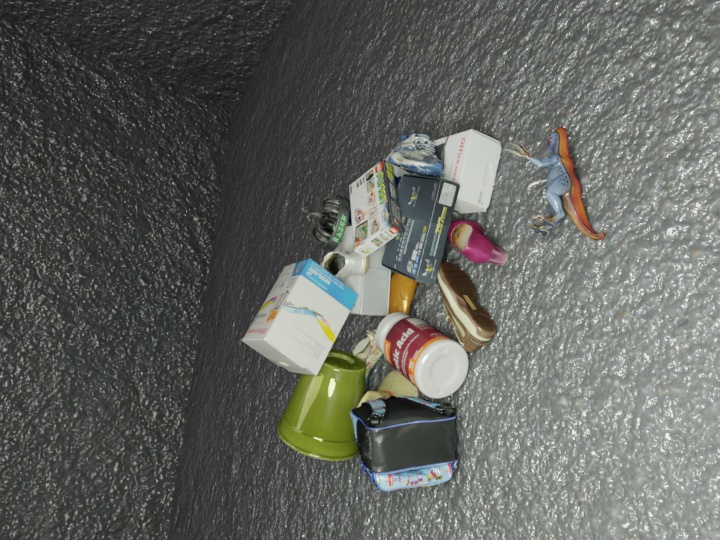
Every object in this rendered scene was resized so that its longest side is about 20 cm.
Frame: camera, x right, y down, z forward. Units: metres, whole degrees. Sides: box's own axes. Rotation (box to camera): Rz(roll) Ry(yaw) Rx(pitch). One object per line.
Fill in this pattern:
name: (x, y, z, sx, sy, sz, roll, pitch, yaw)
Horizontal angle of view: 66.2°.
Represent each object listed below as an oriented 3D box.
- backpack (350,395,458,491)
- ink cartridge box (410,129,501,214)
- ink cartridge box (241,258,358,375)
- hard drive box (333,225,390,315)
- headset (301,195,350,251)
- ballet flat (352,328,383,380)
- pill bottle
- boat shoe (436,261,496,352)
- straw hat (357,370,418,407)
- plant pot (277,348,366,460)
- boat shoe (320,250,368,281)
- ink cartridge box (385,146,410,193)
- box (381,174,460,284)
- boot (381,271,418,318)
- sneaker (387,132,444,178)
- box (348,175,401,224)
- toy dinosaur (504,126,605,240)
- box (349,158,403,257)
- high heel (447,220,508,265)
backpack: (0.070, 0.308, 1.032, 0.200, 0.180, 0.137, 170, 96, -74)
ink cartridge box: (0.189, -0.200, 1.169, 0.199, 0.083, 0.147, 4, 79, 62)
ink cartridge box: (-0.132, 0.104, 1.204, 0.147, 0.144, 0.201, -13, 44, 58)
hard drive box: (0.000, 0.000, 1.284, 0.155, 0.076, 0.203, 0, 85, 61)
headset: (-0.081, -0.119, 1.280, 0.200, 0.093, 0.125, -136, 65, -70)
ballet flat: (0.002, 0.212, 1.328, 0.201, 0.063, 0.076, -60, 29, 26)
pill bottle: (0.113, 0.158, 1.090, 0.200, 0.113, 0.116, 31, 103, 62)
boat shoe: (0.182, 0.069, 1.055, 0.075, 0.074, 0.203, -63, 29, 33)
straw hat: (0.038, 0.308, 1.184, 0.201, 0.084, 0.203, -39, 43, 49)
plant pot: (-0.071, 0.289, 1.255, 0.200, 0.198, 0.195, 33, 111, 62)
boat shoe: (-0.056, -0.014, 1.239, 0.199, 0.069, 0.072, -19, 71, 59)
ink cartridge box: (0.078, -0.165, 1.362, 0.175, 0.083, 0.202, -40, 42, 51)
box: (0.116, -0.088, 1.116, 0.157, 0.050, 0.203, 29, 106, 64)
boot: (0.108, 0.042, 1.226, 0.201, 0.070, 0.146, -18, 66, 62)
sneaker: (0.120, -0.248, 1.154, 0.086, 0.076, 0.200, -66, 27, 9)
box: (0.025, -0.169, 1.299, 0.122, 0.032, 0.200, -66, 21, -4)
toy dinosaur: (0.335, -0.150, 0.919, 0.198, 0.105, 0.183, 23, 82, 26)
box: (0.029, -0.135, 1.180, 0.110, 0.035, 0.202, -33, 42, 30)
high heel: (0.195, -0.063, 1.071, 0.068, 0.095, 0.200, -64, 29, 18)
